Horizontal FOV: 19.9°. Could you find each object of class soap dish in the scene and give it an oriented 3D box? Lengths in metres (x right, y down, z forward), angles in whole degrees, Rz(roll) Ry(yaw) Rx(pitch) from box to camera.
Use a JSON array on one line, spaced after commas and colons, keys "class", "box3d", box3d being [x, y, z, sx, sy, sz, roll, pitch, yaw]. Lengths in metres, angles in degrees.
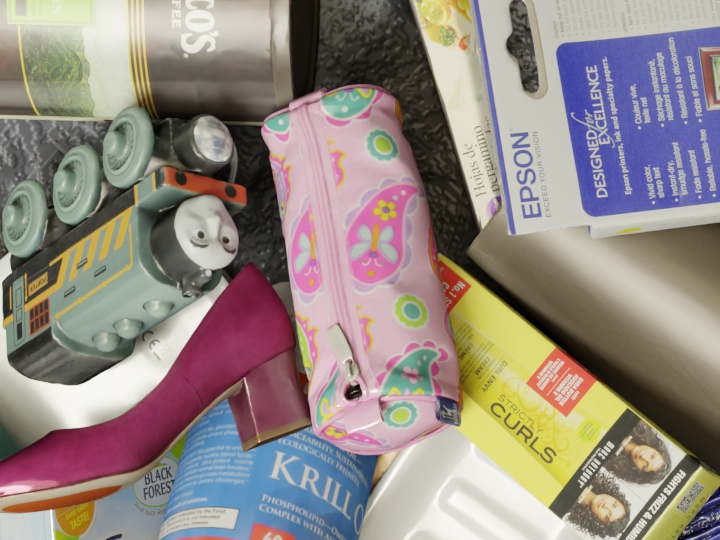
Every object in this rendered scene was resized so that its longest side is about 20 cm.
[{"class": "soap dish", "box3d": [0.079, 0.150, 1.224, 0.157, 0.081, 0.201, 34, 94, 2]}]

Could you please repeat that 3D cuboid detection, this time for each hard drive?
[{"class": "hard drive", "box3d": [-0.178, 0.043, 1.269, 0.200, 0.026, 0.132, -39, 89, 5]}]

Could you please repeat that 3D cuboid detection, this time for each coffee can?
[{"class": "coffee can", "box3d": [-0.129, -0.158, 1.196, 0.198, 0.146, 0.148, 1, 93, 5]}]

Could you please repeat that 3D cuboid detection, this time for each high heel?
[{"class": "high heel", "box3d": [-0.122, 0.063, 1.081, 0.199, 0.067, 0.097, -14, 80, -33]}]

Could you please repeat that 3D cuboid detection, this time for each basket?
[{"class": "basket", "box3d": [0.170, 0.008, 1.152, 0.200, 0.180, 0.136, 39, 71, 2]}]

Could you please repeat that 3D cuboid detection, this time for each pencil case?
[{"class": "pencil case", "box3d": [0.000, 0.000, 1.122, 0.087, 0.088, 0.201, -12, 68, 5]}]

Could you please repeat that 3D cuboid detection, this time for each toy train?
[{"class": "toy train", "box3d": [-0.136, -0.012, 1.169, 0.199, 0.085, 0.115, -29, 59, 42]}]

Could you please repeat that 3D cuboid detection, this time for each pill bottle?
[{"class": "pill bottle", "box3d": [-0.047, 0.110, 1.178, 0.111, 0.113, 0.201, 10, 57, 4]}]

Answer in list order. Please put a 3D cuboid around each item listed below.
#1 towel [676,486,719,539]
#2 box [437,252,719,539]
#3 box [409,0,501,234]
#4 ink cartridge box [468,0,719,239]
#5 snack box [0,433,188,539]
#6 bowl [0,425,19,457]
[{"class": "towel", "box3d": [0.194, 0.206, 1.184, 0.147, 0.050, 0.200, -31, 131, 11]}, {"class": "box", "box3d": [0.099, 0.078, 1.128, 0.200, 0.050, 0.075, 41, 93, 29]}, {"class": "box", "box3d": [0.062, -0.120, 1.234, 0.038, 0.041, 0.201, -17, 92, 3]}, {"class": "ink cartridge box", "box3d": [0.153, -0.120, 1.088, 0.198, 0.047, 0.199, -7, 80, -10]}, {"class": "snack box", "box3d": [-0.139, 0.180, 1.182, 0.067, 0.200, 0.170, -3, 91, 26]}, {"class": "bowl", "box3d": [-0.272, 0.149, 1.226, 0.199, 0.105, 0.202, 6, 108, 20]}]
